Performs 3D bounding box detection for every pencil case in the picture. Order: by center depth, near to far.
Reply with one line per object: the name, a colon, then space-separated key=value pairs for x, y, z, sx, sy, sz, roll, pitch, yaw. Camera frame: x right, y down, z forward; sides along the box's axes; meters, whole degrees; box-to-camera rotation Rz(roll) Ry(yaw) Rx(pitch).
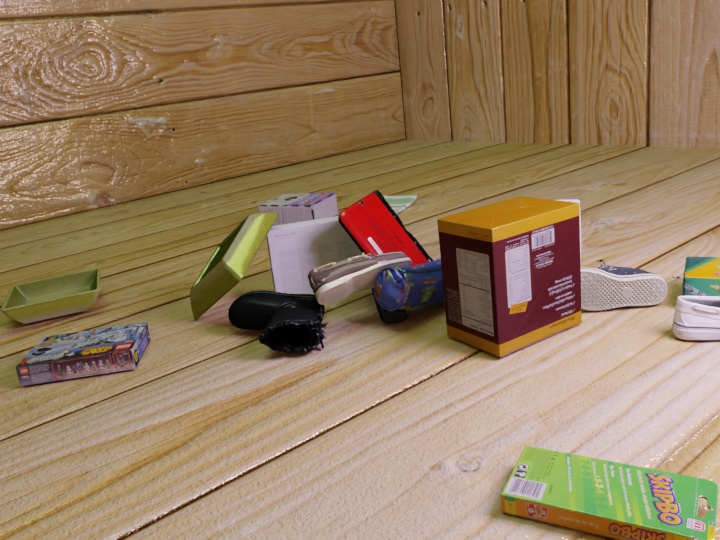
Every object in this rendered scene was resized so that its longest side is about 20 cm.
pencil case: x=0.117 y=0.022 z=1.241 sx=0.197 sy=0.088 sz=0.078 roll=-8 pitch=42 yaw=-43

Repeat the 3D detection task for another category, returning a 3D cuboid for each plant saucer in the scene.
plant saucer: x=-0.265 y=-0.022 z=1.362 sx=0.199 sy=0.048 sz=0.202 roll=-36 pitch=23 yaw=42
plant saucer: x=-0.680 y=0.061 z=1.518 sx=0.195 sy=0.049 sz=0.200 roll=-13 pitch=18 yaw=-18

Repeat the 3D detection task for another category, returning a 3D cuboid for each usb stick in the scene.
usb stick: x=0.053 y=0.054 z=1.309 sx=0.054 sy=0.033 sz=0.200 roll=3 pitch=16 yaw=-5

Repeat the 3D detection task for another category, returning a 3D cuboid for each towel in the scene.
towel: x=0.083 y=-0.208 z=2.149 sx=0.149 sy=0.024 sz=0.199 roll=3 pitch=20 yaw=26

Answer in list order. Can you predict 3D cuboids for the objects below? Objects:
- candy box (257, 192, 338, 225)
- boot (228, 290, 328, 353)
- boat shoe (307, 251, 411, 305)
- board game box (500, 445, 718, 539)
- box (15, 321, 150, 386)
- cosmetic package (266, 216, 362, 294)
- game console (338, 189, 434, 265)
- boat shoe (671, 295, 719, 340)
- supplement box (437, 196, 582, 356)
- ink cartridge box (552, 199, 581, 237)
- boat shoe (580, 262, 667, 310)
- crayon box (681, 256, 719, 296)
candy box: x=-0.192 y=-0.188 z=2.110 sx=0.195 sy=0.073 sz=0.167 roll=2 pitch=19 yaw=25
boot: x=-0.149 y=0.093 z=1.197 sx=0.193 sy=0.075 sz=0.163 roll=-2 pitch=17 yaw=1
boat shoe: x=0.000 y=0.000 z=1.233 sx=0.196 sy=0.073 sz=0.060 roll=-20 pitch=59 yaw=-20
board game box: x=0.250 y=0.228 z=0.686 sx=0.196 sy=0.031 sz=0.095 roll=0 pitch=19 yaw=31
box: x=-0.487 y=0.146 z=1.209 sx=0.195 sy=0.041 sz=0.137 roll=-8 pitch=16 yaw=-4
cosmetic package: x=-0.091 y=-0.027 z=1.419 sx=0.195 sy=0.155 sz=0.052 roll=-9 pitch=17 yaw=-9
game console: x=0.052 y=-0.045 z=1.371 sx=0.171 sy=0.201 sz=0.119 roll=-34 pitch=-9 yaw=-34
boat shoe: x=0.572 y=0.065 z=1.013 sx=0.195 sy=0.068 sz=0.074 roll=-5 pitch=17 yaw=6
supplement box: x=0.247 y=0.002 z=1.108 sx=0.194 sy=0.205 sz=0.132 roll=-16 pitch=18 yaw=-29
ink cartridge box: x=0.345 y=-0.045 z=1.316 sx=0.144 sy=0.148 sz=0.200 roll=2 pitch=19 yaw=24
boat shoe: x=0.429 y=0.027 z=1.185 sx=0.195 sy=0.077 sz=0.062 roll=0 pitch=15 yaw=1
crayon box: x=0.646 y=0.024 z=1.129 sx=0.196 sy=0.060 sz=0.118 roll=3 pitch=19 yaw=28
